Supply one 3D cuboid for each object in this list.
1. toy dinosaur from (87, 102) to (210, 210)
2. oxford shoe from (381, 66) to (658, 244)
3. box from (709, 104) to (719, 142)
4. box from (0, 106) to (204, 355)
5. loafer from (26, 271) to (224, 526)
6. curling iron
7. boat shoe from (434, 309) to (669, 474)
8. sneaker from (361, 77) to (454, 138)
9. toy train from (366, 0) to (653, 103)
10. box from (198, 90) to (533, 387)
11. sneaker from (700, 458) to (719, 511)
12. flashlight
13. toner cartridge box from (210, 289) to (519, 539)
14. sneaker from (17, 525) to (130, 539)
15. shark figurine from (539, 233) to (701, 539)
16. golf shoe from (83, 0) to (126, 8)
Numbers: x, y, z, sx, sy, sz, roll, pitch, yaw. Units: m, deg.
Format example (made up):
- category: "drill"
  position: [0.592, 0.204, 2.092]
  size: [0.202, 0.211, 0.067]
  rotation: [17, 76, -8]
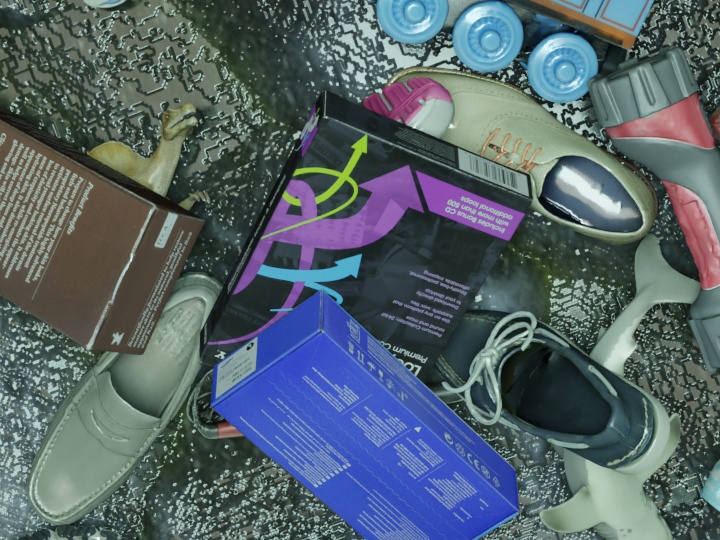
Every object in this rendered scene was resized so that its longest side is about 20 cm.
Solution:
- category: "toy dinosaur"
  position: [-0.168, -0.032, 1.322]
  size: [0.199, 0.058, 0.102]
  rotation: [-32, 74, 18]
- category: "oxford shoe"
  position: [0.104, -0.078, 1.282]
  size: [0.199, 0.074, 0.071]
  rotation: [24, 98, 3]
- category: "box"
  position: [0.283, -0.094, 1.207]
  size: [0.095, 0.200, 0.103]
  rotation: [42, 95, 0]
- category: "box"
  position: [-0.210, -0.035, 1.271]
  size: [0.199, 0.075, 0.101]
  rotation: [30, 97, 25]
- category: "loafer"
  position: [-0.158, 0.086, 1.312]
  size: [0.070, 0.070, 0.201]
  rotation: [35, 95, 1]
- category: "curling iron"
  position: [-0.020, 0.085, 1.325]
  size: [0.198, 0.026, 0.050]
  rotation: [-2, 97, 3]
- category: "boat shoe"
  position: [0.105, 0.069, 1.245]
  size: [0.200, 0.062, 0.075]
  rotation: [34, 94, 45]
- category: "sneaker"
  position: [0.012, -0.035, 1.283]
  size: [0.088, 0.082, 0.201]
  rotation: [24, 119, -17]
- category: "toy train"
  position: [0.091, -0.187, 1.252]
  size: [0.198, 0.087, 0.115]
  rotation: [20, 109, -13]
- category: "box"
  position: [0.000, 0.000, 1.235]
  size: [0.142, 0.036, 0.201]
  rotation: [20, 123, -14]
- category: "sneaker"
  position: [0.263, 0.127, 1.288]
  size: [0.081, 0.074, 0.202]
  rotation: [-2, 93, 1]
- category: "flashlight"
  position: [0.204, -0.036, 1.231]
  size: [0.068, 0.068, 0.202]
  rotation: [-25, 99, -29]
- category: "toner cartridge box"
  position: [0.005, 0.108, 1.264]
  size: [0.095, 0.043, 0.200]
  rotation: [-33, 120, 23]
- category: "sneaker"
  position: [-0.228, 0.235, 1.330]
  size: [0.199, 0.080, 0.078]
  rotation: [-25, 51, 10]
- category: "shark figurine"
  position: [0.154, 0.088, 1.294]
  size: [0.127, 0.089, 0.217]
  rotation: [-3, 104, -30]
- category: "golf shoe"
  position: [-0.128, -0.249, 1.257]
  size: [0.078, 0.097, 0.200]
  rotation: [46, 104, 13]
